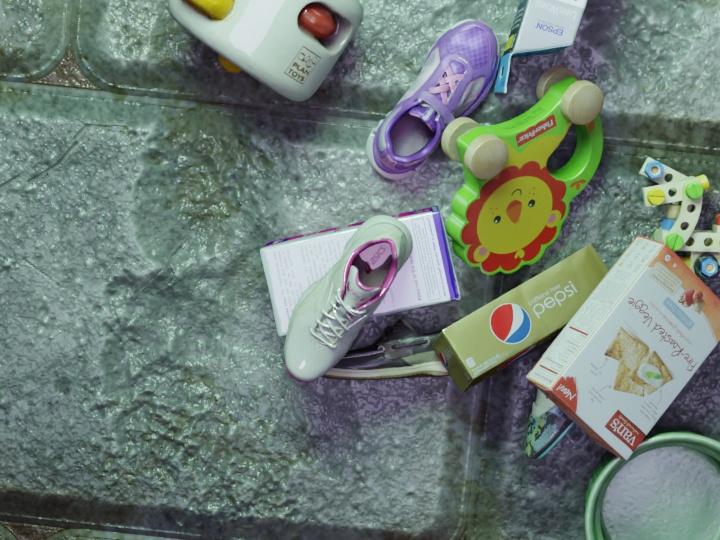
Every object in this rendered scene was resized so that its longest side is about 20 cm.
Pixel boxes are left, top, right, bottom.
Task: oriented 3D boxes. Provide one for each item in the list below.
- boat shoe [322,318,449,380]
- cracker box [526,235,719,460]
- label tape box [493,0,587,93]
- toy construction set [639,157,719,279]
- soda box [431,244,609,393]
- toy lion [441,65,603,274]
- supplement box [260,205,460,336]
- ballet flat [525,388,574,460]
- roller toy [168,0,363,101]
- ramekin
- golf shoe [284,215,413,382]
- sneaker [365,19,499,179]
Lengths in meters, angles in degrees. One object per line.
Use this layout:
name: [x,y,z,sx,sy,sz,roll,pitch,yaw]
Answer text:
boat shoe: [0.050,0.086,1.724,0.201,0.072,0.066,-3,90,-4]
cracker box: [0.290,0.082,1.654,0.134,0.058,0.200,41,84,-25]
label tape box: [0.201,-0.276,1.643,0.066,0.143,0.200,16,96,0]
toy construction set: [0.403,-0.055,1.694,0.200,0.092,0.131,3,96,12]
soda box: [0.180,0.052,1.678,0.200,0.068,0.064,-30,78,-16]
toy lion: [0.178,-0.096,1.676,0.200,0.069,0.192,-30,128,-14]
supplement box: [0.000,0.000,1.697,0.200,0.101,0.103,-13,95,2]
ballet flat: [0.238,0.119,1.722,0.074,0.074,0.200,45,86,-3]
roller toy: [-0.103,-0.268,1.628,0.182,0.200,0.140,34,96,-8]
ramekin: [0.343,0.269,1.718,0.200,0.098,0.200,0,96,1]
golf shoe: [-0.019,0.032,1.605,0.075,0.092,0.200,31,98,-4]
sneaker: [0.082,-0.184,1.684,0.080,0.088,0.200,36,94,-1]
